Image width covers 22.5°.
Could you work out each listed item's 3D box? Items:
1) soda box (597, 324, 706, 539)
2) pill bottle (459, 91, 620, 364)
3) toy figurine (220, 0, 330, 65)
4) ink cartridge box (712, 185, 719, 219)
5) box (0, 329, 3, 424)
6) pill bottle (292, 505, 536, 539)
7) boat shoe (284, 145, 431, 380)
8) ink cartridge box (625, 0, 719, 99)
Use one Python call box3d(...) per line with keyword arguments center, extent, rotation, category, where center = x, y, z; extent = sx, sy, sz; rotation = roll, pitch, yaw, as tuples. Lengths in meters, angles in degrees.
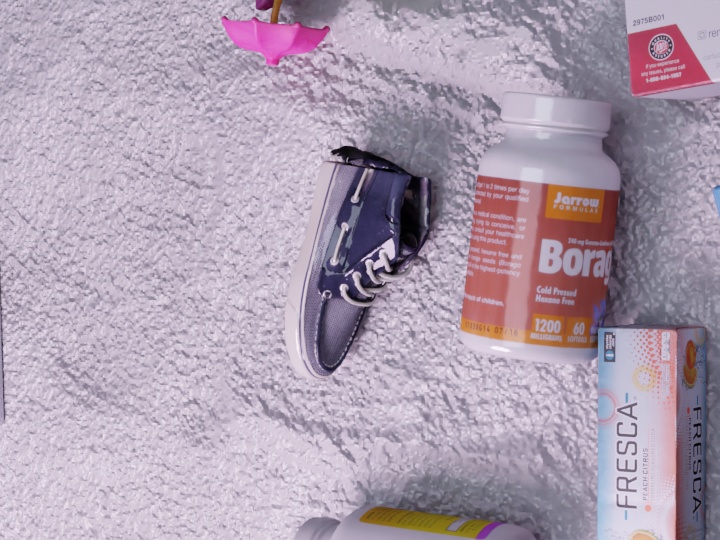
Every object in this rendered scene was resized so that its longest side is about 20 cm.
box3d(center=(0.222, 0.142, 1.380), extent=(0.068, 0.063, 0.201), rotation=(1, 90, 32), category="soda box")
box3d(center=(0.141, -0.034, 1.400), extent=(0.112, 0.112, 0.201), rotation=(9, 96, 32), category="pill bottle")
box3d(center=(-0.059, -0.271, 1.531), extent=(0.184, 0.150, 0.200), rotation=(-55, 42, 31), category="toy figurine")
box3d(center=(0.370, -0.026, 1.248), extent=(0.199, 0.125, 0.129), rotation=(-19, 80, 32), category="ink cartridge box")
box3d(center=(-0.434, 0.055, 1.730), extent=(0.096, 0.176, 0.201), rotation=(-2, 90, 32), category="box")
box3d(center=(0.042, 0.248, 1.472), extent=(0.199, 0.104, 0.105), rotation=(3, 92, 33), category="pill bottle")
box3d(center=(0.000, 0.000, 1.511), extent=(0.092, 0.075, 0.201), rotation=(13, 97, 39), category="boat shoe")
box3d(center=(0.268, -0.234, 1.318), extent=(0.145, 0.083, 0.201), rotation=(-6, 87, 47), category="ink cartridge box")
